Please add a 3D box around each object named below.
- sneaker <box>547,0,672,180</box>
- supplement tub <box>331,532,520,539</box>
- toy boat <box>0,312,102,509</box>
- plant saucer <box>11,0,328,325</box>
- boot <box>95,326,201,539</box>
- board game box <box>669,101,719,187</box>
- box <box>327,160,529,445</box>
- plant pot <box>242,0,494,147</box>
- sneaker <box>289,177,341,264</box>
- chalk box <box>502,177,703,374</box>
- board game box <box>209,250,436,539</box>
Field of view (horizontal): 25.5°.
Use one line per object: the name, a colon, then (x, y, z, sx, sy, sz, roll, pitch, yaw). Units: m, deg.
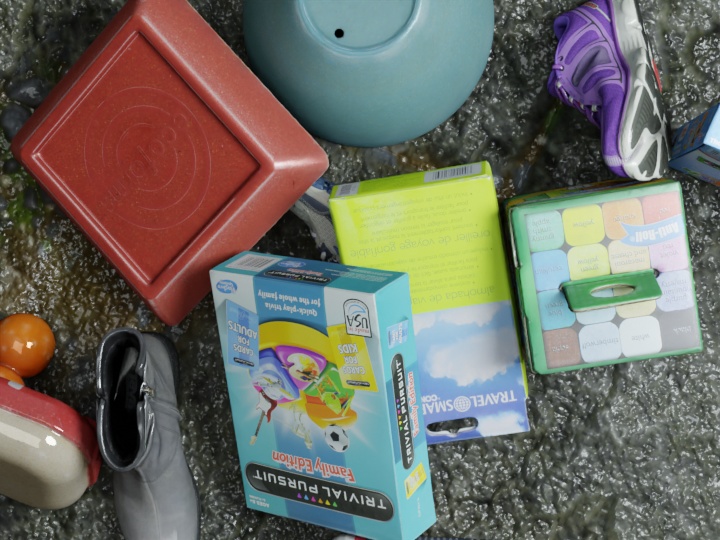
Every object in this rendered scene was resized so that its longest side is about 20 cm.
sneaker: (0.182, -0.132, 1.187, 0.083, 0.200, 0.081, -17, 128, 14)
supplement tub: (0.070, 0.271, 1.196, 0.200, 0.140, 0.141, 2, 90, 3)
toy boat: (-0.283, 0.090, 1.240, 0.200, 0.131, 0.131, 22, 61, 2)
plant saucer: (-0.157, -0.087, 1.216, 0.200, 0.037, 0.200, 47, 114, 4)
boot: (-0.171, 0.143, 1.213, 0.070, 0.132, 0.200, -10, 89, 2)
board game box: (0.307, -0.070, 1.153, 0.151, 0.200, 0.037, 22, 90, 3)
box: (0.054, 0.028, 1.182, 0.122, 0.048, 0.200, -9, 108, 8)
plant pot: (0.002, -0.198, 1.203, 0.200, 0.135, 0.201, 0, 90, 4)
sneaker: (0.000, 0.000, 1.234, 0.200, 0.077, 0.085, 39, 96, 3)
chalk box: (0.173, 0.001, 1.157, 0.125, 0.200, 0.124, -8, 94, 3)
board game box: (-0.028, 0.093, 1.180, 0.151, 0.047, 0.200, 8, 114, 35)
